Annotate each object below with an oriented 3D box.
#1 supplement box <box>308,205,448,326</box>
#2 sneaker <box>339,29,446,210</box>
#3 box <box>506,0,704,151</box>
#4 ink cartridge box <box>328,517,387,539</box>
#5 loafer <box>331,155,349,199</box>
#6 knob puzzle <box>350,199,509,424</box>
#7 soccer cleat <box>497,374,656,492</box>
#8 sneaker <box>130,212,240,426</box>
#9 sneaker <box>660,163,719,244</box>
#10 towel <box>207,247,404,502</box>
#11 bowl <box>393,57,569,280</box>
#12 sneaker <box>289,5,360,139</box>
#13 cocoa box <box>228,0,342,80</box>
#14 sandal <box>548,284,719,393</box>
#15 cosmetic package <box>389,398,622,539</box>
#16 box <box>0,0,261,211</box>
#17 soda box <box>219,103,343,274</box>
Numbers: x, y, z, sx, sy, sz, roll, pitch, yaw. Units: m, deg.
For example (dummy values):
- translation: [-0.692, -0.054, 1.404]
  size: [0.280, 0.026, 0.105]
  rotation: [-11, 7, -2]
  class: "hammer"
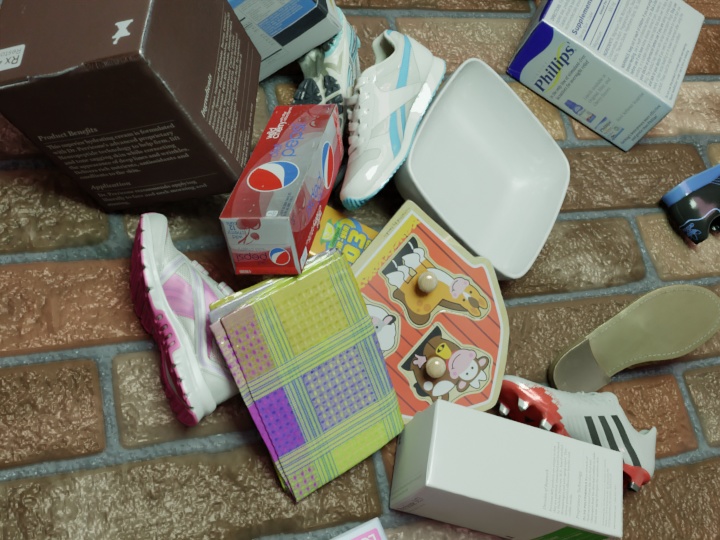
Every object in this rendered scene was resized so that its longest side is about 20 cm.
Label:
- translation: [0.000, 0.000, 0.901]
  size: [0.197, 0.069, 0.067]
  rotation: [26, 57, -4]
  class: "supplement box"
- translation: [0.016, -0.153, 0.896]
  size: [0.080, 0.076, 0.203]
  rotation: [30, 65, -16]
  class: "sneaker"
- translation: [0.320, -0.295, 1.137]
  size: [0.198, 0.105, 0.186]
  rotation: [32, 59, -3]
  class: "box"
- translation: [0.002, 0.335, 0.757]
  size: [0.117, 0.042, 0.203]
  rotation: [-16, 74, -26]
  class: "ink cartridge box"
- translation: [0.038, -0.141, 0.983]
  size: [0.063, 0.072, 0.201]
  rotation: [40, 57, -4]
  class: "loafer"
- translation: [0.062, 0.066, 0.854]
  size: [0.214, 0.030, 0.225]
  rotation: [0, 95, -4]
  class: "knob puzzle"
- translation: [0.226, 0.153, 0.908]
  size: [0.198, 0.069, 0.086]
  rotation: [33, 64, -8]
  class: "soccer cleat"
- translation: [-0.158, 0.038, 0.823]
  size: [0.087, 0.081, 0.204]
  rotation: [-16, 80, -27]
  class: "sneaker"
- translation: [0.475, -0.100, 1.126]
  size: [0.197, 0.070, 0.079]
  rotation: [-26, 80, -22]
  class: "sneaker"
- translation: [-0.044, 0.093, 0.806]
  size: [0.142, 0.023, 0.203]
  rotation: [-28, 107, -20]
  class: "towel"
- translation: [0.128, -0.104, 0.972]
  size: [0.199, 0.074, 0.202]
  rotation: [43, 57, -18]
  class: "bowl"
- translation: [-0.027, -0.193, 0.979]
  size: [0.086, 0.076, 0.205]
  rotation: [22, 69, -54]
  class: "sneaker"
- translation: [-0.124, -0.336, 0.945]
  size: [0.131, 0.132, 0.204]
  rotation: [26, 43, -58]
  class: "cocoa box"
- translation: [0.297, 0.076, 0.977]
  size: [0.208, 0.070, 0.079]
  rotation: [-26, 91, -6]
  class: "sandal"
- translation: [0.138, 0.199, 0.832]
  size: [0.196, 0.108, 0.086]
  rotation: [16, 61, -10]
  class: "cosmetic package"
- translation: [-0.206, -0.183, 0.804]
  size: [0.162, 0.201, 0.168]
  rotation: [-6, 61, 17]
  class: "box"
- translation: [-0.070, -0.083, 0.834]
  size: [0.068, 0.064, 0.202]
  rotation: [0, 39, 14]
  class: "soda box"
